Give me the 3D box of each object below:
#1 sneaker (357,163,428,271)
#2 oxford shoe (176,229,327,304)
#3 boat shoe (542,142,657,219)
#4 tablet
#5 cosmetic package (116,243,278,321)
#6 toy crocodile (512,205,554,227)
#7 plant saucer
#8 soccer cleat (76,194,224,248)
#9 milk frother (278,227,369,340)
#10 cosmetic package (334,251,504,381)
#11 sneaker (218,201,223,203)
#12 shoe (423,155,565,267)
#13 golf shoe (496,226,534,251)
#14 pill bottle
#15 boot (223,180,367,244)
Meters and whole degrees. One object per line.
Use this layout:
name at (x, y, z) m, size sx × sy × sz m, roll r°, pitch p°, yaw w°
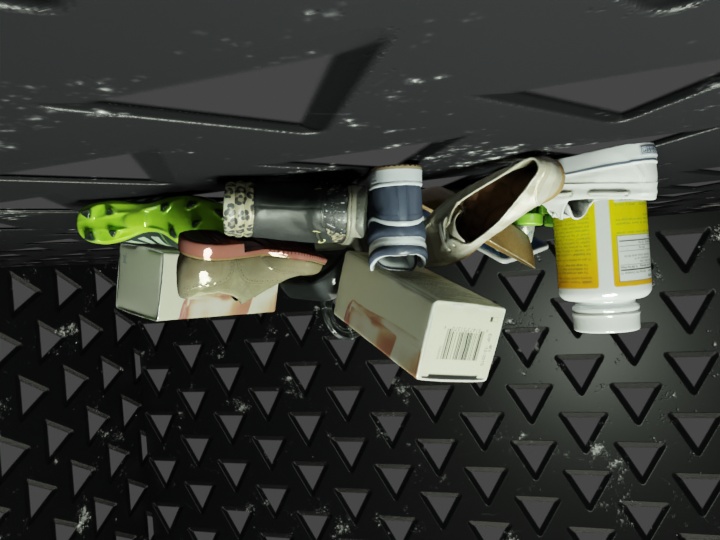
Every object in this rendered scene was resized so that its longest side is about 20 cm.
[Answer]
sneaker at (0.035, -0.054, 0.703) m, size 0.069 × 0.110 × 0.200 m, roll -4°, pitch -179°, yaw -2°
oxford shoe at (-0.124, -0.002, 0.701) m, size 0.198 × 0.076 × 0.070 m, roll 3°, pitch -163°, yaw -43°
boat shoe at (0.228, -0.088, 0.674) m, size 0.073 × 0.066 × 0.199 m, roll -6°, pitch 179°, yaw -31°
tablet at (0.202, -0.067, 1.027) m, size 0.129 × 0.014 × 0.199 m, roll -16°, pitch -143°, yaw -38°
cosmetic package at (-0.215, 0.013, 0.833) m, size 0.103 × 0.089 × 0.199 m, roll 11°, pitch -173°, yaw 38°
toy crocodile at (0.240, -0.094, 0.830) m, size 0.198 × 0.069 × 0.061 m, roll -2°, pitch -177°, yaw -42°
plant saucer at (0.157, -0.066, 0.833) m, size 0.199 × 0.036 × 0.200 m, roll 29°, pitch -174°, yaw -3°
soccer cleat at (-0.240, -0.061, 0.744) m, size 0.197 × 0.068 × 0.081 m, roll 2°, pitch -169°, yaw -2°
milk frother at (0.000, 0.000, 0.908) m, size 0.199 × 0.182 × 0.187 m, roll 36°, pitch 157°, yaw -32°
cosmetic package at (0.060, 0.048, 0.715) m, size 0.102 × 0.088 × 0.200 m, roll 7°, pitch -167°, yaw -29°
sneaker at (-0.189, -0.056, 0.800) m, size 0.070 × 0.074 × 0.199 m, roll -10°, pitch -176°, yaw -41°
shoe at (0.127, -0.065, 0.674) m, size 0.199 × 0.071 × 0.053 m, roll -34°, pitch 164°, yaw 31°
golf shoe at (0.195, -0.077, 0.953) m, size 0.077 × 0.099 × 0.200 m, roll -7°, pitch -177°, yaw -23°
pill bottle at (0.294, -0.029, 0.746) m, size 0.108 × 0.203 × 0.109 m, roll -4°, pitch -179°, yaw 0°
boot at (-0.078, -0.069, 0.702) m, size 0.152 × 0.075 × 0.204 m, roll 1°, pitch -178°, yaw -9°
